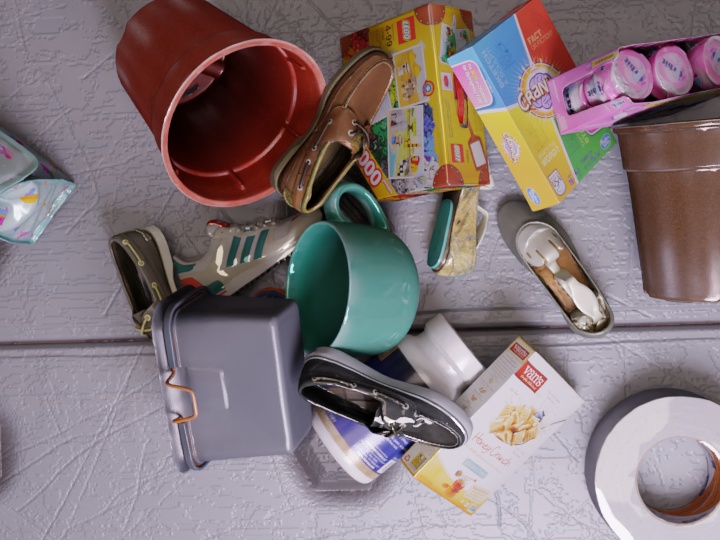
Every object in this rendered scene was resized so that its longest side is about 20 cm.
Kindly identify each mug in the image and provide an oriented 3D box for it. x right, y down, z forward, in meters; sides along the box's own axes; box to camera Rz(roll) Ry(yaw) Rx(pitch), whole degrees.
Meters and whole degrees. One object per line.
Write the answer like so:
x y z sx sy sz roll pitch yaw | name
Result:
0.003 0.010 1.047 0.114 0.152 0.185 5 120 -32 | mug

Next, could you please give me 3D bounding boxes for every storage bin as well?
-0.137 0.119 1.011 0.134 0.146 0.200 -4 103 16 | storage bin

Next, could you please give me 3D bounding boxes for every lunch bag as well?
-0.457 -0.120 1.070 0.170 0.200 0.122 37 93 3 | lunch bag

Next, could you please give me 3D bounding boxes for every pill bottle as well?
0.047 0.149 1.084 0.200 0.116 0.116 -39 88 2 | pill bottle

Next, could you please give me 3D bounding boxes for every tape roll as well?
0.374 0.244 1.091 0.200 0.066 0.201 0 91 4 | tape roll

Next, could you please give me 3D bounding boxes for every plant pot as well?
0.392 -0.073 1.034 0.200 0.200 0.199 -4 98 3 | plant pot
-0.172 -0.209 1.037 0.201 0.201 0.195 -46 52 3 | plant pot

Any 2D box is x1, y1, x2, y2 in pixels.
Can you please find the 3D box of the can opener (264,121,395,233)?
-0.040 -0.109 1.126 0.053 0.067 0.200 -43 101 -1 | can opener

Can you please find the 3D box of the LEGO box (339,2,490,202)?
0.061 -0.187 1.062 0.149 0.077 0.200 -8 88 46 | LEGO box

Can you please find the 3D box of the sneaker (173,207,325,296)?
-0.140 -0.036 1.115 0.200 0.070 0.093 -35 94 6 | sneaker

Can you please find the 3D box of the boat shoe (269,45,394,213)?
-0.017 -0.151 1.014 0.200 0.072 0.068 -56 47 11 | boat shoe

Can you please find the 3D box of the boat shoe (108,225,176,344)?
-0.252 0.046 1.115 0.060 0.072 0.202 -14 84 -41 | boat shoe

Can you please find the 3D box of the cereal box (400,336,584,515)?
0.158 0.187 1.074 0.200 0.040 0.144 -46 132 3 | cereal box

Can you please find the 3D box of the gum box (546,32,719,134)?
0.318 -0.210 1.023 0.200 0.113 0.066 -14 88 -29 | gum box

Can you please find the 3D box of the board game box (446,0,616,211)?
0.200 -0.192 1.045 0.153 0.040 0.200 -43 107 -36 | board game box

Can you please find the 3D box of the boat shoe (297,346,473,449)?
0.024 0.151 0.985 0.200 0.057 0.069 25 132 0 | boat shoe

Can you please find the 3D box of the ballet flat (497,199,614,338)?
0.239 -0.005 1.098 0.067 0.064 0.200 -36 88 3 | ballet flat

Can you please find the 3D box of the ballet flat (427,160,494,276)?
0.129 -0.090 1.109 0.071 0.071 0.200 10 90 3 | ballet flat

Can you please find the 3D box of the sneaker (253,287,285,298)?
-0.127 0.120 1.112 0.075 0.078 0.200 5 90 4 | sneaker
